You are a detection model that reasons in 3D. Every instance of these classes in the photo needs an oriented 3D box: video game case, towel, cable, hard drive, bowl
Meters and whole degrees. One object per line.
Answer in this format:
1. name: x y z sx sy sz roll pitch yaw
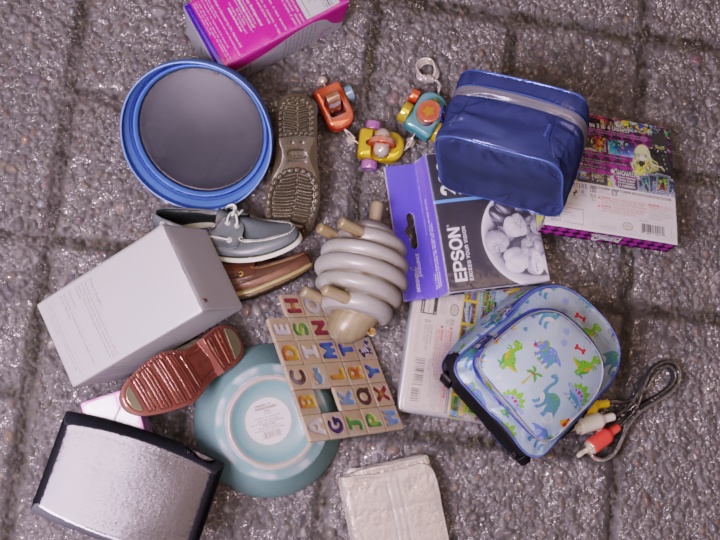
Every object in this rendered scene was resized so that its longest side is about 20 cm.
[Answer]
1. video game case: 0.338 -0.126 1.392 0.198 0.036 0.183 7 69 -12
2. towel: 0.049 0.350 1.327 0.131 0.034 0.202 -10 86 -7
3. cable: 0.365 0.194 1.376 0.199 0.050 0.098 -23 81 -8
4. hard drive: -0.271 0.253 1.174 0.199 0.042 0.136 19 81 -4
5. video game case: 0.149 0.104 1.375 0.181 0.023 0.202 9 81 -6
6. bowl: -0.209 -0.176 1.304 0.199 0.039 0.202 2 116 5
7. bowl: -0.114 0.193 1.288 0.199 0.105 0.203 1 83 -8

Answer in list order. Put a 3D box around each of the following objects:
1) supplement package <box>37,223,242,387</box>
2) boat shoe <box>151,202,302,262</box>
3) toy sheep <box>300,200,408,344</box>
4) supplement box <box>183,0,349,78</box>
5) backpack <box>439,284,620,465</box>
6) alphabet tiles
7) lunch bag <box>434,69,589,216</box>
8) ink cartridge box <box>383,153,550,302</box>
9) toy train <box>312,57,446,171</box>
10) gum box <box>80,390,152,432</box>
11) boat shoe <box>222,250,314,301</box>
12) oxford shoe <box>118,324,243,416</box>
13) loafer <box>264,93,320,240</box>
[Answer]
1. supplement package: -0.269 0.044 1.239 0.199 0.117 0.118 -29 80 15
2. boat shoe: -0.176 -0.053 1.302 0.198 0.073 0.062 -1 120 9
3. toy sheep: 0.000 0.000 1.314 0.137 0.138 0.201 17 76 -5
4. supplement box: -0.126 -0.339 1.351 0.199 0.101 0.104 -29 88 -10
5. backpack: 0.232 0.120 1.299 0.200 0.147 0.183 -43 92 -13
6. alphabet tiles: -0.036 0.119 1.297 0.166 0.008 0.201 1 60 -45
7. lunch bag: 0.191 -0.174 1.306 0.199 0.136 0.133 18 66 16
8. ink cartridge box: 0.142 -0.066 1.371 0.198 0.043 0.200 -7 76 -7
9. toy train: 0.033 -0.223 1.379 0.199 0.056 0.151 -20 84 -9
10. gum box: -0.281 0.250 1.253 0.066 0.114 0.201 -17 85 -9
11. boat shoe: -0.160 0.008 1.320 0.199 0.072 0.068 -19 88 -7
12. oxford shoe: -0.229 0.133 1.248 0.200 0.074 0.071 -26 89 -52
13. loafer: -0.087 -0.135 1.352 0.075 0.067 0.202 7 98 -2
